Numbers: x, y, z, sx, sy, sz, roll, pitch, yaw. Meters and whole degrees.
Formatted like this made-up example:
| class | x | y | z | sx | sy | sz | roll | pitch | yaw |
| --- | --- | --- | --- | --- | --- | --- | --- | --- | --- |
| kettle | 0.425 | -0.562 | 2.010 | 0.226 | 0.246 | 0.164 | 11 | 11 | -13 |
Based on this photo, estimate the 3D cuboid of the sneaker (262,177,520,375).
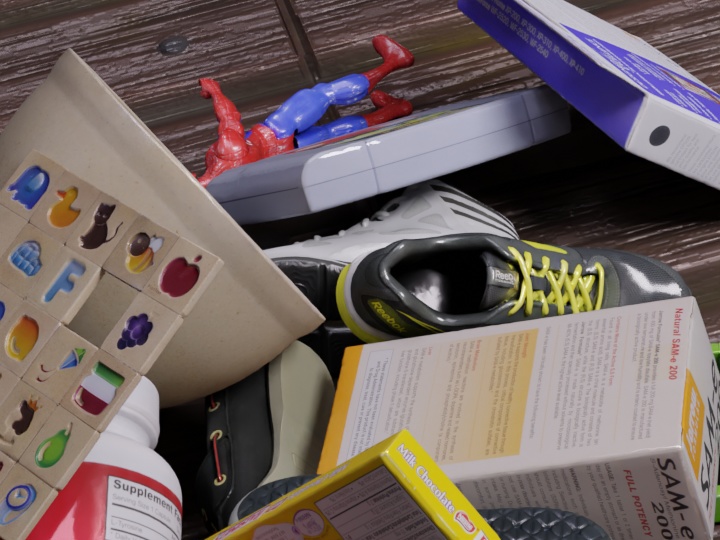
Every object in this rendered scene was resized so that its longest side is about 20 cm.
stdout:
| class | x | y | z | sx | sy | sz | roll | pitch | yaw |
| --- | --- | --- | --- | --- | --- | --- | --- | --- | --- |
| sneaker | 0.000 | 0.000 | 1.752 | 0.200 | 0.076 | 0.115 | -3 | 28 | -2 |

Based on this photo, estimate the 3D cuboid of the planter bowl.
| class | x | y | z | sx | sy | sz | roll | pitch | yaw |
| --- | --- | --- | --- | --- | --- | --- | --- | --- | --- |
| planter bowl | -0.135 | -0.002 | 1.597 | 0.135 | 0.200 | 0.200 | -42 | 41 | -1 |

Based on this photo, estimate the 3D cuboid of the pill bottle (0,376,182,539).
| class | x | y | z | sx | sy | sz | roll | pitch | yaw |
| --- | --- | --- | --- | --- | --- | --- | --- | --- | --- |
| pill bottle | -0.144 | 0.149 | 1.453 | 0.112 | 0.112 | 0.200 | -4 | 61 | 9 |

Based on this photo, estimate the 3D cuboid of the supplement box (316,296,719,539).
| class | x | y | z | sx | sy | sz | roll | pitch | yaw |
| --- | --- | --- | --- | --- | --- | --- | --- | --- | --- |
| supplement box | 0.086 | 0.091 | 1.574 | 0.200 | 0.074 | 0.126 | -8 | 36 | 17 |

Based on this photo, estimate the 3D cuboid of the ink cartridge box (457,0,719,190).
| class | x | y | z | sx | sy | sz | roll | pitch | yaw |
| --- | --- | --- | --- | --- | --- | --- | --- | --- | --- |
| ink cartridge box | 0.145 | -0.117 | 1.778 | 0.043 | 0.200 | 0.198 | -58 | 41 | 11 |

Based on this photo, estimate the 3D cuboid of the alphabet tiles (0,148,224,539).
| class | x | y | z | sx | sy | sz | roll | pitch | yaw |
| --- | --- | --- | --- | --- | --- | --- | --- | --- | --- |
| alphabet tiles | -0.174 | 0.029 | 1.470 | 0.200 | 0.008 | 0.167 | 29 | 81 | 45 |

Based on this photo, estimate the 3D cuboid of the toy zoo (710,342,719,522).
| class | x | y | z | sx | sy | sz | roll | pitch | yaw |
| --- | --- | --- | --- | --- | --- | --- | --- | --- | --- |
| toy zoo | 0.261 | 0.079 | 1.608 | 0.200 | 0.020 | 0.131 | -7 | 37 | 6 |

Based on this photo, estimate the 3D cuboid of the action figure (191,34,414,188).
| class | x | y | z | sx | sy | sz | roll | pitch | yaw |
| --- | --- | --- | --- | --- | --- | --- | --- | --- | --- |
| action figure | -0.066 | -0.092 | 1.864 | 0.099 | 0.065 | 0.200 | 24 | 40 | 32 |

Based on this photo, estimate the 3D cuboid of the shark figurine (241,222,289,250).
| class | x | y | z | sx | sy | sz | roll | pitch | yaw |
| --- | --- | --- | --- | --- | --- | --- | --- | --- | --- |
| shark figurine | -0.155 | 0.007 | 1.757 | 0.128 | 0.090 | 0.214 | 15 | 42 | 32 |

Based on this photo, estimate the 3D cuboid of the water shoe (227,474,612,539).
| class | x | y | z | sx | sy | sz | roll | pitch | yaw |
| --- | --- | --- | --- | --- | --- | --- | --- | --- | --- |
| water shoe | 0.029 | 0.159 | 1.501 | 0.200 | 0.079 | 0.072 | 8 | 34 | 10 |

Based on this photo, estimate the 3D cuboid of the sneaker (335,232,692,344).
| class | x | y | z | sx | sy | sz | roll | pitch | yaw |
| --- | --- | --- | --- | --- | --- | --- | --- | --- | --- |
| sneaker | 0.089 | 0.018 | 1.645 | 0.200 | 0.085 | 0.075 | 0 | 80 | -8 |

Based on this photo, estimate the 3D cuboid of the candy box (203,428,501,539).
| class | x | y | z | sx | sy | sz | roll | pitch | yaw |
| --- | --- | --- | --- | --- | --- | --- | --- | --- | --- |
| candy box | -0.007 | 0.149 | 1.429 | 0.200 | 0.102 | 0.026 | -32 | 13 | 49 |

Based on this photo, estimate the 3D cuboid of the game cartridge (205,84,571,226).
| class | x | y | z | sx | sy | sz | roll | pitch | yaw |
| --- | --- | --- | --- | --- | --- | --- | --- | --- | --- |
| game cartridge | 0.021 | -0.070 | 1.777 | 0.200 | 0.041 | 0.133 | -19 | 10 | -34 |

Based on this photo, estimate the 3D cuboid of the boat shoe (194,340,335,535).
| class | x | y | z | sx | sy | sz | roll | pitch | yaw |
| --- | --- | --- | --- | --- | --- | --- | --- | --- | --- |
| boat shoe | -0.051 | 0.126 | 1.593 | 0.063 | 0.074 | 0.202 | -27 | 38 | 23 |
